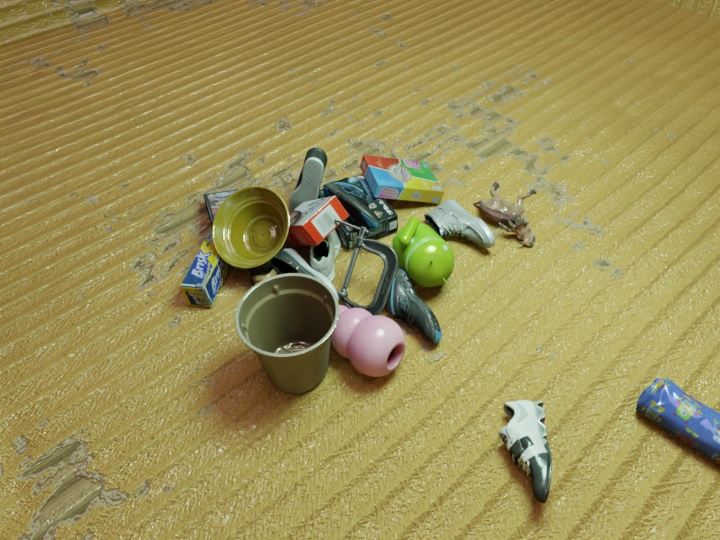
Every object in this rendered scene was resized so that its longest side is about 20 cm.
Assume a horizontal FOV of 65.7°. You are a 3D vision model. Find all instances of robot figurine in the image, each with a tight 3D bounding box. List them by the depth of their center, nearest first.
[{"bbox_3d":[0.145,-0.037,1.299,0.115,0.176,0.200,-40,30,4],"label":"robot figurine"}]

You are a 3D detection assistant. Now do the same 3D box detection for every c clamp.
[{"bbox_3d":[0.000,0.000,1.268,0.169,0.203,0.027,15,7,17],"label":"c clamp"}]

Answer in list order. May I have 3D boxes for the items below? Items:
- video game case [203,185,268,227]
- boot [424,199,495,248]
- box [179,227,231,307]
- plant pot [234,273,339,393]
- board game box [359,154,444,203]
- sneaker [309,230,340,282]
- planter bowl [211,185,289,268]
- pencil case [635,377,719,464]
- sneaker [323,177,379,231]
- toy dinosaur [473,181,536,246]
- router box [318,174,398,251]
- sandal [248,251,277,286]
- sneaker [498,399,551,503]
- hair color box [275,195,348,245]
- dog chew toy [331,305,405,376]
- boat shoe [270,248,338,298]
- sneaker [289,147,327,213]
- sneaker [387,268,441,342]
[{"bbox_3d":[-0.313,-0.171,1.475,0.178,0.026,0.200,-11,31,-17],"label":"video game case"},{"bbox_3d":[0.246,-0.103,1.416,0.095,0.074,0.200,-28,43,-14],"label":"boot"},{"bbox_3d":[-0.359,-0.010,1.344,0.063,0.071,0.202,4,47,11],"label":"box"},{"bbox_3d":[-0.136,0.142,1.116,0.197,0.185,0.202,-1,46,1],"label":"plant pot"},{"bbox_3d":[0.112,-0.249,1.522,0.197,0.041,0.154,2,41,-22],"label":"board game box"},{"bbox_3d":[-0.088,-0.062,1.367,0.075,0.093,0.202,-1,47,0],"label":"sneaker"},{"bbox_3d":[-0.248,-0.095,1.339,0.197,0.083,0.203,-4,76,15],"label":"planter bowl"},{"bbox_3d":[0.620,0.279,1.029,0.199,0.078,0.087,34,86,29],"label":"pencil case"},{"bbox_3d":[-0.010,-0.173,1.383,0.081,0.074,0.200,-30,53,-23],"label":"sneaker"},{"bbox_3d":[0.369,-0.150,1.442,0.198,0.086,0.136,21,58,28],"label":"toy dinosaur"},{"bbox_3d":[-0.012,-0.157,1.473,0.148,0.063,0.201,-23,50,-16],"label":"router box"},{"bbox_3d":[-0.222,0.015,1.326,0.081,0.055,0.201,-16,48,-12],"label":"sandal"},{"bbox_3d":[0.295,0.323,1.011,0.087,0.075,0.201,4,37,5],"label":"sneaker"},{"bbox_3d":[-0.123,-0.118,1.357,0.111,0.064,0.199,-45,19,-20],"label":"hair color box"},{"bbox_3d":[-0.003,0.136,1.167,0.199,0.126,0.124,27,53,35],"label":"dog chew toy"},{"bbox_3d":[-0.133,0.024,1.294,0.056,0.069,0.200,-25,54,-38],"label":"boat shoe"},{"bbox_3d":[-0.132,-0.233,1.467,0.070,0.201,0.100,20,41,-6],"label":"sneaker"},{"bbox_3d":[0.111,0.091,1.247,0.082,0.073,0.201,-36,53,5],"label":"sneaker"}]
